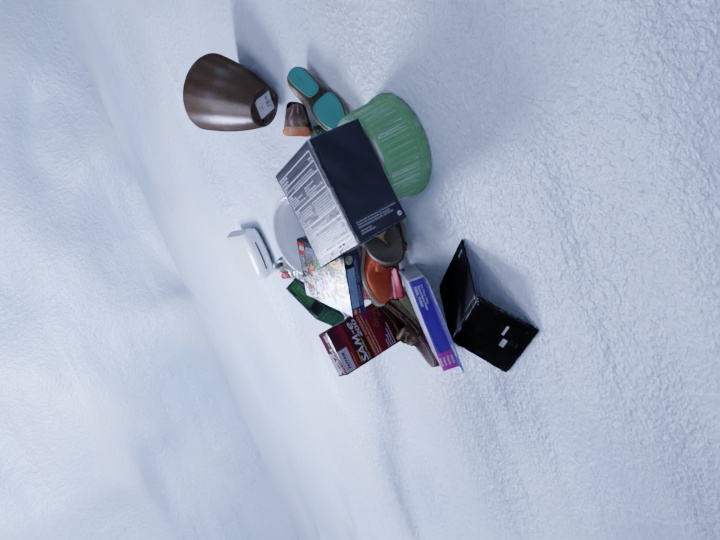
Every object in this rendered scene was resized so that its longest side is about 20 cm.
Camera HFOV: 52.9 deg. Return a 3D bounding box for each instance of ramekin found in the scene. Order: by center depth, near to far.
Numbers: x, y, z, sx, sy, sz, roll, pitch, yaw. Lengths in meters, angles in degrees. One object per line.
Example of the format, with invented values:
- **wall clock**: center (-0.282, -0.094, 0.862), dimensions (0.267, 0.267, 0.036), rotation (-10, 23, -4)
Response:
- **ramekin**: center (0.036, -0.221, 1.372), dimensions (0.200, 0.096, 0.203), rotation (45, 150, 34)
- **ramekin**: center (-0.112, -0.097, 1.734), dimensions (0.198, 0.097, 0.205), rotation (21, 123, 35)

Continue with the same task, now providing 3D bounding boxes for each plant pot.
- **plant pot**: center (-0.301, -0.420, 1.771), dimensions (0.197, 0.186, 0.190), rotation (21, 136, 34)

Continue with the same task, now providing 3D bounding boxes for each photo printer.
- **photo printer**: center (-0.356, -0.053, 2.344), dimensions (0.199, 0.069, 0.170), rotation (2, 117, 63)

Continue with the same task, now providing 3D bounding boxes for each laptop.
- **laptop**: center (0.237, 0.072, 1.383), dimensions (0.197, 0.104, 0.179), rotation (29, 148, 8)

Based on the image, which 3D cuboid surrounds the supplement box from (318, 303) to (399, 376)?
- **supplement box**: center (0.014, 0.146, 1.667), dimensions (0.111, 0.198, 0.061), rotation (61, 155, -2)

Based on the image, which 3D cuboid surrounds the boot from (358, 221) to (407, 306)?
- **boot**: center (0.053, -0.023, 1.521), dimensions (0.105, 0.074, 0.206), rotation (0, 101, 36)

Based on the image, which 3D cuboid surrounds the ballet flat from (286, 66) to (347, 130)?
- **ballet flat**: center (-0.083, -0.354, 1.533), dimensions (0.201, 0.070, 0.065), rotation (54, -179, 23)

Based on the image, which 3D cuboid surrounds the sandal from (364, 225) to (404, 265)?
- **sandal**: center (0.031, -0.107, 1.453), dimensions (0.055, 0.080, 0.205), rotation (30, -135, -77)

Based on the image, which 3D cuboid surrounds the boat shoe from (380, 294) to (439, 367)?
- **boat shoe**: center (0.109, 0.139, 1.626), dimensions (0.202, 0.071, 0.072), rotation (57, 155, 11)

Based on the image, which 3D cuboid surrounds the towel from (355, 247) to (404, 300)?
- **towel**: center (0.000, 0.000, 1.623), dimensions (0.195, 0.022, 0.148), rotation (-4, 108, 26)

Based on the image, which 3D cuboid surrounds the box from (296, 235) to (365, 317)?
- **box**: center (-0.067, 0.008, 1.587), dimensions (0.198, 0.037, 0.140), rotation (20, 125, 53)

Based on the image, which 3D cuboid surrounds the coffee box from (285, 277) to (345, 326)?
- **coffee box**: center (-0.116, 0.088, 1.922), dimensions (0.123, 0.044, 0.200), rotation (43, -179, 19)

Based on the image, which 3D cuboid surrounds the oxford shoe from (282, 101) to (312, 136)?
- **oxford shoe**: center (-0.137, -0.336, 1.607), dimensions (0.200, 0.069, 0.075), rotation (-125, 36, -76)

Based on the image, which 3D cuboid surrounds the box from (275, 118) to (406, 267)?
- **box**: center (-0.040, -0.139, 1.337), dimensions (0.202, 0.122, 0.199), rotation (62, 154, -1)

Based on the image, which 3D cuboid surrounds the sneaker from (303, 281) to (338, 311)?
- **sneaker**: center (-0.103, 0.024, 1.892), dimensions (0.202, 0.089, 0.079), rotation (58, 168, 13)

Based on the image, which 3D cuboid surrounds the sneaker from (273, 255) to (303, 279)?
- **sneaker**: center (-0.172, 0.007, 2.017), dimensions (0.199, 0.092, 0.072), rotation (34, 144, 47)

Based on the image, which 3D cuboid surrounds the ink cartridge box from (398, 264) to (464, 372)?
- **ink cartridge box**: center (0.140, 0.098, 1.471), dimensions (0.200, 0.042, 0.200), rotation (-106, -7, -80)

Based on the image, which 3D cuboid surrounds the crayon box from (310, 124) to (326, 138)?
- **crayon box**: center (-0.040, -0.211, 1.578), dimensions (0.202, 0.058, 0.119), rotation (55, 154, 15)
